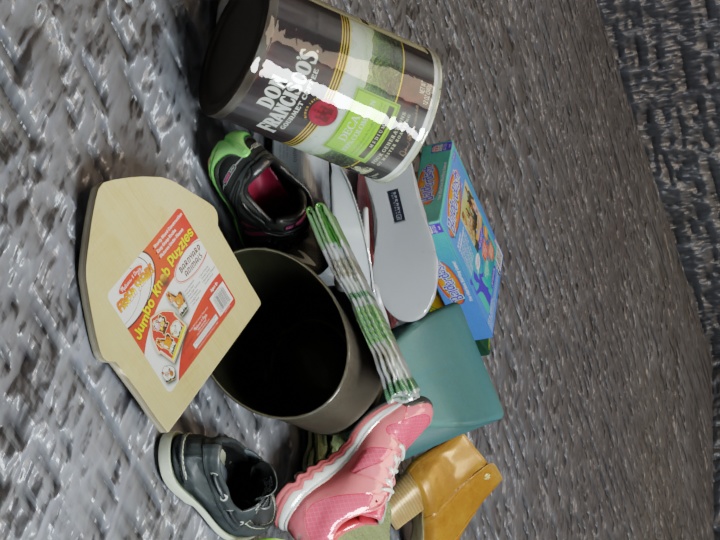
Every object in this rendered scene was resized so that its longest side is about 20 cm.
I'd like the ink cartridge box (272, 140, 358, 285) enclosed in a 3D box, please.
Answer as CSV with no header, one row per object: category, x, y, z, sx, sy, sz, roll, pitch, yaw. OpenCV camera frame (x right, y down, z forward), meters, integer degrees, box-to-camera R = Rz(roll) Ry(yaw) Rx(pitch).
ink cartridge box,-0.048,-0.092,1.870,0.200,0.040,0.202,48,37,-61

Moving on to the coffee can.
coffee can,-0.040,-0.188,1.663,0.198,0.146,0.148,20,54,-25

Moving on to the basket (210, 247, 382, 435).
basket,-0.055,0.086,1.631,0.181,0.136,0.200,49,1,24

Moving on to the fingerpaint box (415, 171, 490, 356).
fingerpaint box,0.115,-0.008,2.227,0.167,0.073,0.202,53,33,-50

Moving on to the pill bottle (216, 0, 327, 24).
pill bottle,-0.088,-0.326,1.774,0.115,0.113,0.202,54,32,-49

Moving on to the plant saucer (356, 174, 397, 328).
plant saucer,0.029,-0.026,1.961,0.201,0.050,0.203,-4,90,-86

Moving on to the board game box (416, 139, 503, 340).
board game box,0.121,-0.036,2.092,0.153,0.045,0.201,-77,149,-46

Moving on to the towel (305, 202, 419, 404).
towel,0.001,0.035,1.611,0.201,0.030,0.149,64,1,6

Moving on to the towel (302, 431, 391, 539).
towel,-0.016,0.258,1.794,0.201,0.036,0.149,59,28,-43

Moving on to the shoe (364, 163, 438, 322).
shoe,0.044,-0.043,1.821,0.091,0.071,0.202,44,36,-82

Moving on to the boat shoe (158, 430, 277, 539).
boat shoe,-0.110,0.192,1.526,0.200,0.065,0.075,53,33,-51

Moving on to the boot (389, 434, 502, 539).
boot,0.112,0.290,1.967,0.071,0.144,0.202,37,-20,56

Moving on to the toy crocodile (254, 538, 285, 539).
toy crocodile,-0.061,0.301,1.613,0.200,0.061,0.068,45,39,-57

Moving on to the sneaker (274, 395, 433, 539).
sneaker,0.008,0.208,1.668,0.087,0.200,0.074,43,-17,24

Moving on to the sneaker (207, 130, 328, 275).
sneaker,-0.083,-0.051,1.670,0.077,0.084,0.200,-48,136,-11

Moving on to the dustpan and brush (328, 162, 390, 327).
dustpan and brush,0.000,0.000,1.741,0.140,0.057,0.202,89,-2,-67

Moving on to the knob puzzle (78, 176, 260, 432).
knob puzzle,-0.182,0.008,1.454,0.219,0.030,0.222,12,75,-51

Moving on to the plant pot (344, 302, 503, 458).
plant pot,0.045,0.129,1.827,0.143,0.140,0.200,68,18,7
